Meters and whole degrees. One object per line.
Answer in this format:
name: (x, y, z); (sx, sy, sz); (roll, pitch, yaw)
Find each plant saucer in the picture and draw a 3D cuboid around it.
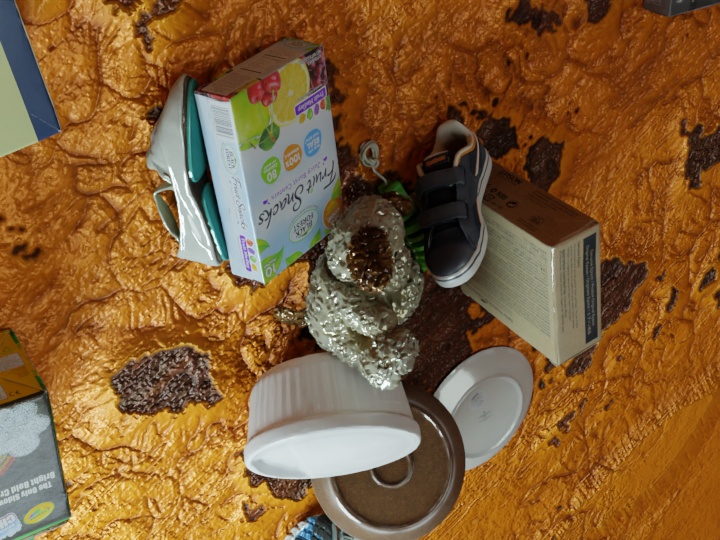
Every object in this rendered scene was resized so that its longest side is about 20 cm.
plant saucer: (0.036, 0.239, 1.255); (0.197, 0.034, 0.204); (0, 87, -5)

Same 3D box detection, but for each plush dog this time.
plush dog: (0.000, 0.000, 1.078); (0.158, 0.201, 0.174); (15, 120, -2)

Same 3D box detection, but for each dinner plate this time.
dinner plate: (0.170, 0.200, 1.418); (0.198, 0.024, 0.203); (-16, 122, -28)

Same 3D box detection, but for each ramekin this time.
ramekin: (-0.036, 0.163, 1.150); (0.199, 0.096, 0.203); (-8, 156, -4)

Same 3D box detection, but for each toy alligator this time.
toy alligator: (0.053, -0.062, 1.168); (0.059, 0.054, 0.201); (-39, 131, -12)

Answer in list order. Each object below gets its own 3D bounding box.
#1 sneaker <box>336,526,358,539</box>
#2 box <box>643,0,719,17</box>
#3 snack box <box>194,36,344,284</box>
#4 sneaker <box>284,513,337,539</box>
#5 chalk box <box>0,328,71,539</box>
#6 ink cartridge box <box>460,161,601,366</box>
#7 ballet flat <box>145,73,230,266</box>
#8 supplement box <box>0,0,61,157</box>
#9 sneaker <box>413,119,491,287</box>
sneaker: (0.032, 0.304, 1.322); (0.099, 0.077, 0.203); (9, 94, -48)
box: (0.425, -0.428, 1.239); (0.157, 0.048, 0.203); (-19, 124, -27)
snack box: (-0.084, -0.110, 1.016); (0.142, 0.052, 0.203); (-39, 135, -40)
sneaker: (-0.062, 0.404, 1.344); (0.086, 0.074, 0.203); (-10, 122, -51)
chalk box: (-0.357, 0.183, 0.965); (0.123, 0.124, 0.203); (-17, 124, -28)
ink cartridge box: (0.193, -0.013, 1.198); (0.074, 0.200, 0.167); (-25, 128, -20)
ballet flat: (-0.174, -0.090, 0.986); (0.069, 0.069, 0.203); (-23, 126, -23)
supplement box: (-0.362, -0.173, 0.755); (0.198, 0.134, 0.202); (-27, 127, -21)
sneaker: (0.097, -0.079, 1.129); (0.077, 0.202, 0.079); (-16, 136, 30)
